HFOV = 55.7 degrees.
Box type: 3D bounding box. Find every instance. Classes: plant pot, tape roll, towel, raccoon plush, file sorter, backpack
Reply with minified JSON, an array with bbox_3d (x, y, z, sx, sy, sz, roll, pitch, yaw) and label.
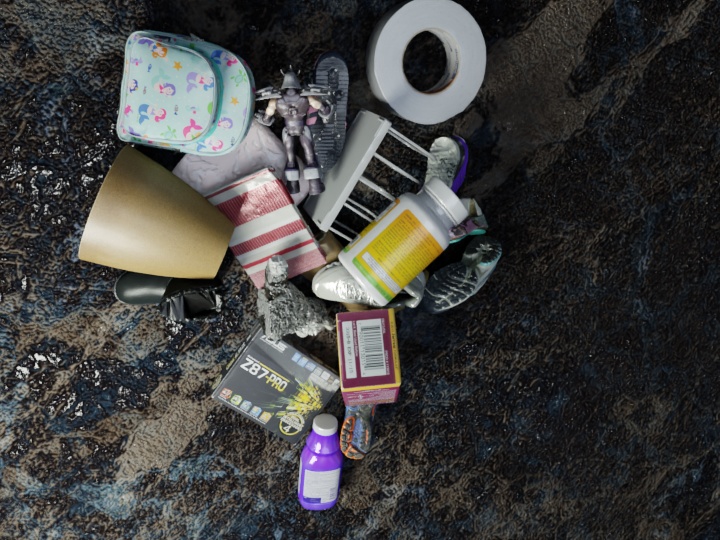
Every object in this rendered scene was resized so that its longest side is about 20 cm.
[{"bbox_3d":[-0.305,-0.066,1.062,0.198,0.187,0.188,24,101,-13],"label":"plant pot"},{"bbox_3d":[0.110,-0.353,1.152,0.197,0.066,0.203,-4,108,-13],"label":"tape roll"},{"bbox_3d":[-0.161,-0.068,1.141,0.142,0.023,0.201,-20,121,16],"label":"towel"},{"bbox_3d":[-0.099,0.053,1.175,0.132,0.098,0.201,-7,151,-22],"label":"raccoon plush"},{"bbox_3d":[0.015,-0.147,1.157,0.124,0.139,0.201,29,99,-24],"label":"file sorter"},{"bbox_3d":[-0.260,-0.263,1.032,0.197,0.151,0.180,10,103,-10],"label":"backpack"},{"bbox_3d":[-0.200,-0.153,1.156,0.200,0.032,0.191,42,95,-22],"label":"towel"}]

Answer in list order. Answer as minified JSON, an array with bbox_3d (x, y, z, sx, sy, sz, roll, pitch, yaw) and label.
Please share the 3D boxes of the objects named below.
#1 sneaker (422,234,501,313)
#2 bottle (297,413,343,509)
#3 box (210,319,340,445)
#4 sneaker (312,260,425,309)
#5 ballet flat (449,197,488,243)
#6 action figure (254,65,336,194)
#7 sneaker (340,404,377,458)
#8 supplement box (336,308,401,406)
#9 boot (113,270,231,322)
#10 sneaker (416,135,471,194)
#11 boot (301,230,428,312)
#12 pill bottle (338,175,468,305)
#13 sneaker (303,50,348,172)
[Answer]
[{"bbox_3d":[0.192,0.026,1.259,0.199,0.077,0.087,-38,148,-26],"label":"sneaker"},{"bbox_3d":[-0.076,0.371,1.321,0.082,0.065,0.203,-1,118,-12],"label":"bottle"},{"bbox_3d":[-0.155,0.212,1.275,0.199,0.049,0.162,37,92,-22],"label":"box"},{"bbox_3d":[0.013,0.029,1.163,0.197,0.081,0.076,0,120,4],"label":"sneaker"},{"bbox_3d":[0.180,-0.091,1.202,0.068,0.199,0.072,-6,95,27],"label":"ballet flat"},{"bbox_3d":[-0.102,-0.222,1.078,0.128,0.070,0.202,1,119,11],"label":"action figure"},{"bbox_3d":[0.001,0.256,1.321,0.074,0.078,0.203,15,87,0],"label":"sneaker"},{"bbox_3d":[0.013,0.157,1.196,0.102,0.200,0.133,-5,70,-1],"label":"supplement box"},{"bbox_3d":[-0.311,0.039,1.118,0.195,0.163,0.074,-7,109,-11],"label":"boot"},{"bbox_3d":[0.151,-0.150,1.224,0.099,0.069,0.202,-28,147,-49],"label":"sneaker"},{"bbox_3d":[0.000,0.000,1.224,0.175,0.066,0.200,-40,112,16],"label":"boot"},{"bbox_3d":[0.071,-0.050,1.075,0.200,0.111,0.111,-43,112,3],"label":"pill bottle"},{"bbox_3d":[-0.056,-0.265,1.137,0.069,0.082,0.202,7,122,-11],"label":"sneaker"}]
